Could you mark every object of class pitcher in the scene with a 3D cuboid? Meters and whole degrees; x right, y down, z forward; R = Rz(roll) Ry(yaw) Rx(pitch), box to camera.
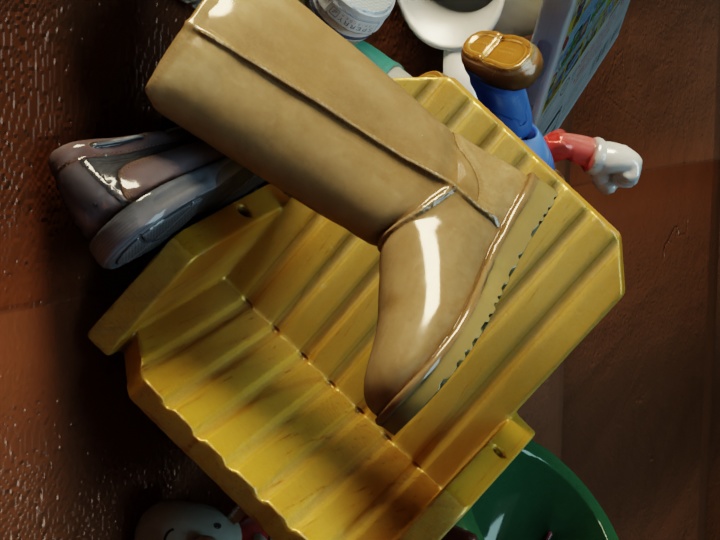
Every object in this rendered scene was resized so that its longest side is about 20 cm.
[{"bbox_3d":[0.085,-0.183,1.237,0.200,0.120,0.173,-36,122,-65],"label":"pitcher"}]

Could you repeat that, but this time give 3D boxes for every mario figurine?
[{"bbox_3d":[0.106,-0.048,1.146,0.200,0.122,0.107,58,25,-48],"label":"mario figurine"}]

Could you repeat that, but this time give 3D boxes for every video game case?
[{"bbox_3d":[0.149,-0.173,1.240,0.200,0.023,0.183,-54,165,-40],"label":"video game case"}]

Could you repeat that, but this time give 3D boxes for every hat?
[{"bbox_3d":[0.078,0.240,1.316,0.165,0.176,0.201,21,37,-31],"label":"hat"}]

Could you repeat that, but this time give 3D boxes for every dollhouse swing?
[{"bbox_3d":[0.013,0.021,0.962,0.176,0.200,0.182,-49,173,27],"label":"dollhouse swing"}]

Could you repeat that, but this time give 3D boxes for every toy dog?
[{"bbox_3d":[-0.016,0.150,1.037,0.199,0.096,0.133,-26,108,-34],"label":"toy dog"}]

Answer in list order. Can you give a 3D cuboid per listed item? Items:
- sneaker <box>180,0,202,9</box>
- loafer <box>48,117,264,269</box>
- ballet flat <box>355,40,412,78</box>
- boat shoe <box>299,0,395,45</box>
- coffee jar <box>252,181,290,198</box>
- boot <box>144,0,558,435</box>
[{"bbox_3d":[-0.075,-0.180,0.969,0.200,0.074,0.082,6,88,-65],"label":"sneaker"},{"bbox_3d":[-0.087,-0.062,0.974,0.063,0.072,0.200,50,31,2],"label":"loafer"},{"bbox_3d":[0.031,-0.085,1.212,0.200,0.070,0.068,56,48,-52],"label":"ballet flat"},{"bbox_3d":[-0.015,-0.212,1.106,0.072,0.062,0.202,25,50,-27],"label":"boat shoe"},{"bbox_3d":[0.000,0.000,1.143,0.105,0.085,0.201,-56,142,-44],"label":"coffee jar"},{"bbox_3d":[-0.020,-0.036,0.915,0.176,0.199,0.066,-57,-177,-40],"label":"boot"}]
